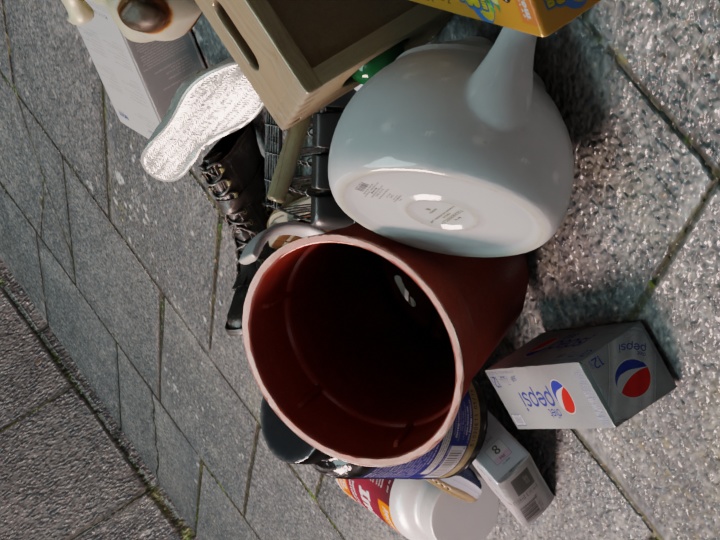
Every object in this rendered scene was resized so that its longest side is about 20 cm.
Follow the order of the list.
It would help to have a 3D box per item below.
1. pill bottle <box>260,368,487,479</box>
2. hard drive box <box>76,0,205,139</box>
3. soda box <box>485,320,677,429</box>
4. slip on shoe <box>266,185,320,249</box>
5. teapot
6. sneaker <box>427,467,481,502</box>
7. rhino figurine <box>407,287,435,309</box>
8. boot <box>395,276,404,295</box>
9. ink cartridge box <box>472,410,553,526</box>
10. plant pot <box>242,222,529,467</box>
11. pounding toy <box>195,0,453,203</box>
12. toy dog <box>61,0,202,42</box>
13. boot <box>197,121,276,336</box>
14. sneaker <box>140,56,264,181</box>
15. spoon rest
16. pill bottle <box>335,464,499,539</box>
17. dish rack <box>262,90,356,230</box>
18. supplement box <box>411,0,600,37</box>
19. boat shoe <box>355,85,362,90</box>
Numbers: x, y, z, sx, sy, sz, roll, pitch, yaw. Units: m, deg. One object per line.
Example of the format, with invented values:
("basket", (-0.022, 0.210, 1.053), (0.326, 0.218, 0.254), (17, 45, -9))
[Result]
("pill bottle", (0.011, 0.131, 1.692), (0.112, 0.200, 0.112), (-6, 81, 44))
("hard drive box", (-0.245, -0.247, 2.109), (0.156, 0.077, 0.200), (32, 149, 53))
("soda box", (0.180, 0.089, 1.575), (0.064, 0.068, 0.200), (60, 161, -5))
("slip on shoe", (-0.046, -0.069, 1.918), (0.200, 0.076, 0.061), (146, 124, -70))
("teapot", (0.073, -0.105, 1.420), (0.199, 0.147, 0.197), (0, 157, 30))
("sneaker", (0.062, 0.143, 1.927), (0.200, 0.109, 0.070), (34, 172, 19))
("rhino figurine", (0.078, 0.033, 1.763), (0.088, 0.060, 0.200), (55, 168, 5))
("boot", (0.000, 0.000, 1.788), (0.090, 0.072, 0.201), (-159, 81, -69))
("ink cartridge box", (0.101, 0.148, 1.846), (0.200, 0.057, 0.163), (43, 174, 25))
("plant pot", (0.037, 0.031, 1.577), (0.200, 0.195, 0.202), (12, 116, 25))
("pounding toy", (-0.036, -0.194, 1.483), (0.200, 0.184, 0.142), (56, 162, 3))
("toy dog", (-0.231, -0.322, 1.906), (0.194, 0.139, 0.200), (-34, 86, 35))
("boot", (-0.129, -0.047, 2.006), (0.069, 0.200, 0.174), (-10, 124, 26))
("sneaker", (-0.150, -0.187, 1.965), (0.074, 0.116, 0.200), (39, 130, -18))
("spoon rest", (-0.019, 0.004, 1.876), (0.199, 0.061, 0.099), (25, 162, -18))
("pill bottle", (0.061, 0.227, 2.038), (0.200, 0.113, 0.113), (26, 145, 58))
("dish rack", (-0.048, -0.118, 1.768), (0.200, 0.054, 0.154), (-158, 70, -70))
("supplement box", (0.086, -0.219, 1.318), (0.200, 0.069, 0.067), (24, 145, 56))
("boat shoe", (-0.029, -0.223, 1.621), (0.200, 0.074, 0.066), (33, 147, 31))
